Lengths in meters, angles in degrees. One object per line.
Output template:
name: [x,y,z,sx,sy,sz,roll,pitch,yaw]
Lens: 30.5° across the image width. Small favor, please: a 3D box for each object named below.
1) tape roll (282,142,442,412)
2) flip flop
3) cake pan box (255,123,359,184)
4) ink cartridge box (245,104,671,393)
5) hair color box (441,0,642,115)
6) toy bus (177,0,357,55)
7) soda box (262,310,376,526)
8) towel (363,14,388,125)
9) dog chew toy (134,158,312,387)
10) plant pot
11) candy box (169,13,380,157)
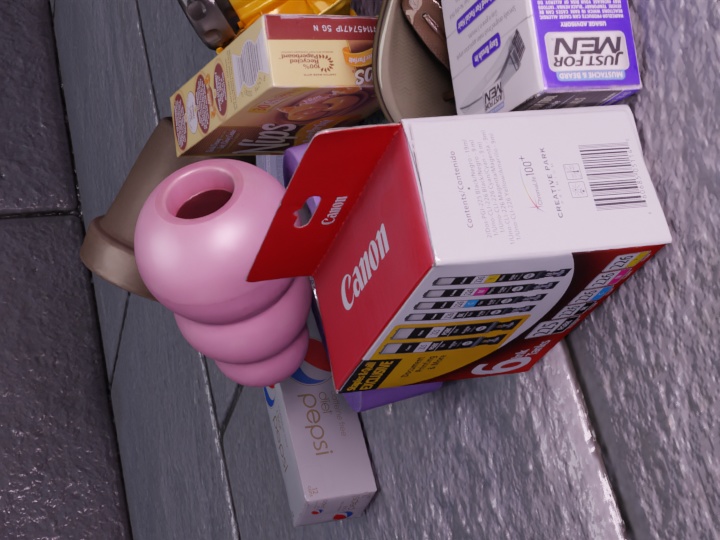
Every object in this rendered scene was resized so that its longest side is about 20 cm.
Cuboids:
tape roll: [0.000,0.000,0.971,0.200,0.066,0.200,165,90,-81]
flip flop: [0.058,-0.165,0.821,0.058,0.081,0.200,31,120,50]
cake pan box: [-0.051,-0.096,1.190,0.184,0.052,0.200,-147,54,-70]
ink cartridge box: [0.042,-0.004,0.734,0.200,0.175,0.084,121,140,-62]
hair color box: [0.088,-0.179,0.726,0.109,0.065,0.200,152,113,-70]
toy bus: [-0.084,-0.255,1.069,0.200,0.136,0.192,61,-177,9]
soda box: [-0.046,0.126,1.204,0.064,0.068,0.200,112,147,-55]
towel: [0.037,-0.080,0.973,0.144,0.023,0.200,101,155,-43]
dog chew toy: [-0.092,0.013,0.997,0.125,0.124,0.200,-115,6,-46]
plant pot: [-0.185,-0.069,1.429,0.200,0.200,0.175,42,117,64]
candy box: [-0.055,-0.133,0.983,0.200,0.115,0.055,-19,76,62]
